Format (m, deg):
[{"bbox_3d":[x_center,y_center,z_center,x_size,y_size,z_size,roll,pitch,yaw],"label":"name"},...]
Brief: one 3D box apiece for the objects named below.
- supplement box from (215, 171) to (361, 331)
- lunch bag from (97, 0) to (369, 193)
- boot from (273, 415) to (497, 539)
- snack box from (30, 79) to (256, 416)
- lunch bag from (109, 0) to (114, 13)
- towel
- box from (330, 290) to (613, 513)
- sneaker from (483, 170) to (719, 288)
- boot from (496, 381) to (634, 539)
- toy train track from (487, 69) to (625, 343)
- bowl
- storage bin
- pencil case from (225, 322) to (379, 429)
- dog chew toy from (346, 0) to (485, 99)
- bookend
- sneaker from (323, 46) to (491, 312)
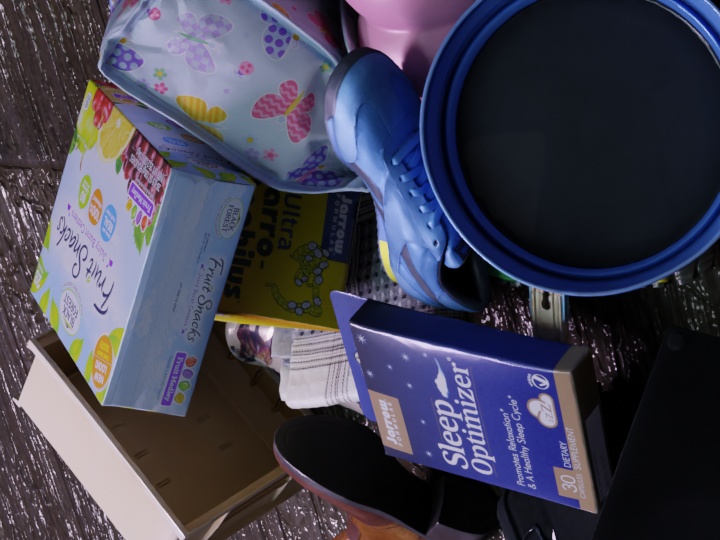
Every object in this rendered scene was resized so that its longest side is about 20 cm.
[{"bbox_3d":[-0.098,-0.020,1.358,0.200,0.109,0.109,1,82,61],"label":"supplement box"},{"bbox_3d":[-0.061,-0.147,1.248,0.200,0.170,0.127,36,109,-16],"label":"lunch bag"},{"bbox_3d":[-0.010,0.200,1.485,0.188,0.069,0.200,18,145,-15],"label":"boot"},{"bbox_3d":[-0.153,-0.019,1.273,0.200,0.067,0.169,46,121,58],"label":"snack box"},{"bbox_3d":[-0.109,-0.168,1.399,0.160,0.076,0.201,10,121,40],"label":"lunch bag"},{"bbox_3d":[0.000,0.000,1.341,0.200,0.034,0.193,-11,75,50],"label":"towel"},{"bbox_3d":[0.065,0.084,1.220,0.200,0.032,0.121,13,134,34],"label":"box"},{"bbox_3d":[0.142,-0.037,1.204,0.200,0.078,0.086,-1,102,43],"label":"sneaker"},{"bbox_3d":[0.168,0.187,1.285,0.199,0.073,0.163,62,153,24],"label":"boot"},{"bbox_3d":[0.109,-0.024,1.162,0.114,0.032,0.201,9,109,40],"label":"toy train track"},{"bbox_3d":[0.137,-0.085,1.105,0.200,0.039,0.201,0,91,13],"label":"bowl"},{"bbox_3d":[-0.142,0.115,1.515,0.200,0.198,0.094,49,140,15],"label":"storage bin"},{"bbox_3d":[-0.016,0.067,1.438,0.200,0.078,0.090,24,115,38],"label":"pencil case"},{"bbox_3d":[0.048,-0.167,1.186,0.124,0.124,0.200,21,137,40],"label":"dog chew toy"},{"bbox_3d":[0.229,0.164,1.180,0.092,0.199,0.200,16,170,30],"label":"bookend"},{"bbox_3d":[0.039,-0.053,1.161,0.078,0.066,0.200,29,152,42],"label":"sneaker"}]
